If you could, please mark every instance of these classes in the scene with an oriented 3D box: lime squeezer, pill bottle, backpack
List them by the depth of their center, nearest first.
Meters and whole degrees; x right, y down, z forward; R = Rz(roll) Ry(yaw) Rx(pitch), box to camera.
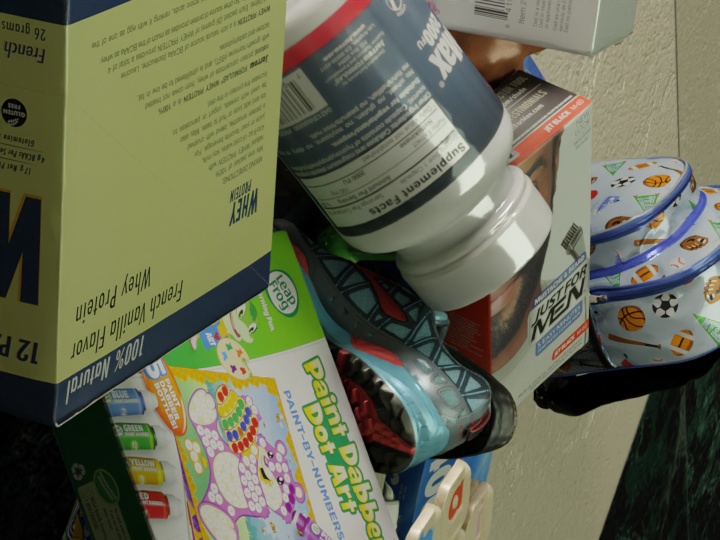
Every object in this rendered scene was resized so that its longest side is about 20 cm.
[{"bbox_3d":[0.015,-0.080,1.401,0.200,0.119,0.120,51,49,-20],"label":"pill bottle"},{"bbox_3d":[0.000,0.000,1.599,0.200,0.070,0.038,126,-24,-67],"label":"lime squeezer"},{"bbox_3d":[0.219,-0.002,1.934,0.200,0.190,0.154,-53,132,-43],"label":"backpack"}]

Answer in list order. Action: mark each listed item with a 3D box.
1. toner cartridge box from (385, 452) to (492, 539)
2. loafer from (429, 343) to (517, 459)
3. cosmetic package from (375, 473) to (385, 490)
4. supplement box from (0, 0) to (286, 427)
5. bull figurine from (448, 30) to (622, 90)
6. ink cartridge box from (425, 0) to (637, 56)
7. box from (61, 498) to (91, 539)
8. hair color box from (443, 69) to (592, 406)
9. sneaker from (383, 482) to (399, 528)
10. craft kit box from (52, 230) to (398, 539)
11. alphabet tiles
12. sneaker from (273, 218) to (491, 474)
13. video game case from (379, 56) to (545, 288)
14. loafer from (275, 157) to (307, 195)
[{"bbox_3d":[0.057,0.101,1.750,0.095,0.043,0.200,-33,143,-44],"label":"toner cartridge box"},{"bbox_3d":[0.043,0.075,1.563,0.072,0.200,0.073,8,96,-32],"label":"loafer"},{"bbox_3d":[-0.050,0.158,1.526,0.071,0.105,0.201,-9,113,-67],"label":"cosmetic package"},{"bbox_3d":[-0.138,-0.068,1.147,0.200,0.134,0.200,-34,134,-57],"label":"supplement box"},{"bbox_3d":[0.121,-0.177,1.616,0.200,0.065,0.121,-44,137,-11],"label":"bull figurine"},{"bbox_3d":[0.060,-0.214,1.436,0.087,0.200,0.146,-33,132,-62],"label":"ink cartridge box"},{"bbox_3d":[-0.068,0.174,1.409,0.200,0.064,0.070,23,82,-30],"label":"box"},{"bbox_3d":[0.092,-0.011,1.598,0.111,0.064,0.200,-40,141,-35],"label":"hair color box"},{"bbox_3d":[0.002,0.193,1.701,0.200,0.078,0.100,77,32,-49],"label":"sneaker"},{"bbox_3d":[-0.077,0.085,1.328,0.197,0.048,0.200,-10,78,-58],"label":"craft kit box"},{"bbox_3d":[0.027,0.210,1.416,0.200,0.015,0.196,-51,152,-45],"label":"alphabet tiles"},{"bbox_3d":[0.002,0.041,1.462,0.095,0.200,0.079,-12,136,-34],"label":"sneaker"},{"bbox_3d":[0.080,-0.063,1.764,0.182,0.045,0.200,-71,157,-12],"label":"video game case"},{"bbox_3d":[0.009,-0.113,1.537,0.200,0.071,0.073,-60,152,-34],"label":"loafer"}]
